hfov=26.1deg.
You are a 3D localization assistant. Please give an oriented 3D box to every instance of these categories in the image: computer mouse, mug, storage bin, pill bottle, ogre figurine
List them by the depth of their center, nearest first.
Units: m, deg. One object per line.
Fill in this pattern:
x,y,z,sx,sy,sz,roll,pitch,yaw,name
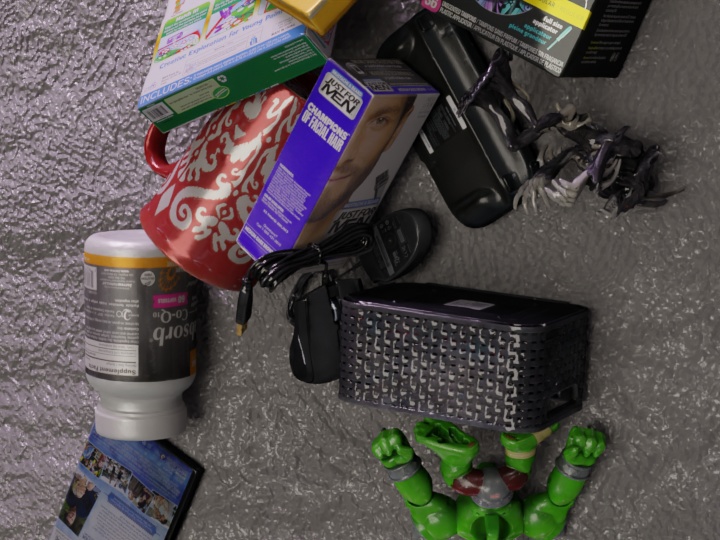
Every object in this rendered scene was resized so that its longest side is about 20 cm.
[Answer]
0.091,0.073,1.380,0.198,0.135,0.095,7,100,29,storage bin
0.113,0.192,1.394,0.098,0.198,0.121,-125,29,-56,ogre figurine
-0.049,0.053,1.428,0.046,0.139,0.201,53,148,36,computer mouse
-0.122,-0.111,1.481,0.177,0.134,0.201,36,110,-1,mug
0.000,0.000,1.491,0.199,0.034,0.059,-32,70,36,computer mouse
-0.223,0.064,1.577,0.115,0.116,0.203,5,99,30,pill bottle

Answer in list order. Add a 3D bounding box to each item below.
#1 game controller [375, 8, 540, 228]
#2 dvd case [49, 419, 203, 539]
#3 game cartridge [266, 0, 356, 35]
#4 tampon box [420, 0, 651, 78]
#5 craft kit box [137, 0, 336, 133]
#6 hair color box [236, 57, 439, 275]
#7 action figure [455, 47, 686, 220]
0.086,-0.141,1.420,0.104,0.042,0.202,-36,77,44,game controller
-0.257,0.260,1.679,0.142,0.017,0.202,32,110,23,dvd case
-0.005,-0.303,1.346,0.200,0.032,0.176,-45,35,-3,game cartridge
0.171,-0.282,1.294,0.149,0.126,0.202,30,111,24,tampon box
-0.104,-0.241,1.442,0.198,0.048,0.199,-18,48,31,craft kit box
-0.021,-0.093,1.409,0.065,0.109,0.201,40,118,25,hair color box
0.171,-0.093,1.305,0.199,0.119,0.103,35,73,-4,action figure
